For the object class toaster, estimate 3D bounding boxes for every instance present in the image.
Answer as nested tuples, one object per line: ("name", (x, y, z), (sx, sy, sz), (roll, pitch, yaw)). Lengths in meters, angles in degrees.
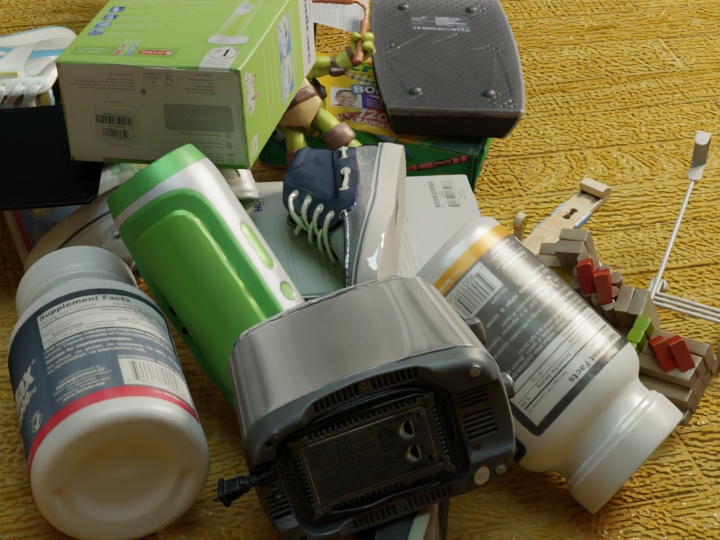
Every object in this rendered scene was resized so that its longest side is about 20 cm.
("toaster", (-0.005, 0.087, 1.055), (0.199, 0.114, 0.129), (-20, 31, -3))

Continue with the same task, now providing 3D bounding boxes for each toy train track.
("toy train track", (0.160, -0.037, 1.409), (0.114, 0.033, 0.200), (26, 40, 25))

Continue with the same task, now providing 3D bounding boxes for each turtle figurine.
("turtle figurine", (-0.061, -0.132, 1.408), (0.199, 0.064, 0.162), (-25, 81, -6))

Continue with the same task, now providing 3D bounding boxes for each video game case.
("video game case", (-0.202, -0.060, 1.405), (0.199, 0.018, 0.143), (-11, 40, -20))

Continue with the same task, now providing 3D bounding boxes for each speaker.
("speaker", (-0.094, 0.014, 1.164), (0.088, 0.088, 0.201), (-34, 91, -41))

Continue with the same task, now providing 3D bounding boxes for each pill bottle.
("pill bottle", (-0.181, 0.078, 1.141), (0.119, 0.120, 0.200), (-7, 38, -16))
("pill bottle", (0.122, 0.067, 1.158), (0.200, 0.117, 0.116), (43, 47, 9))

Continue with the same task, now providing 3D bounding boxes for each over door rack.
("over door rack", (0.318, -0.005, 1.344), (0.147, 0.067, 0.201), (16, 59, 14))

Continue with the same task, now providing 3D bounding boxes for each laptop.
("laptop", (-0.280, -0.077, 1.338), (0.176, 0.200, 0.104), (-3, 80, 2))

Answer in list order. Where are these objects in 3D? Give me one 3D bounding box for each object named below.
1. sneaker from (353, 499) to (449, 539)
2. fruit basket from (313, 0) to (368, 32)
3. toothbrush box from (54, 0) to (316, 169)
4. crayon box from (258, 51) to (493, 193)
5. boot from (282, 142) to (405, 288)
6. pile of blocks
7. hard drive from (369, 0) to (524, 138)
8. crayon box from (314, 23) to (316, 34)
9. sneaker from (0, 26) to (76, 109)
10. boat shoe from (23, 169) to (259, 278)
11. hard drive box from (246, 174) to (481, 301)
("sneaker", (0.002, 0.164, 1.103), (0.105, 0.075, 0.201), (0, 34, 10))
("fruit basket", (-0.089, -0.290, 1.603), (0.199, 0.094, 0.186), (16, 36, -12))
("toothbrush box", (-0.129, -0.163, 1.278), (0.144, 0.087, 0.200), (4, 33, 12))
("crayon box", (0.019, -0.131, 1.493), (0.198, 0.059, 0.119), (12, 38, 9))
("boot", (-0.017, -0.031, 1.232), (0.090, 0.073, 0.200), (0, 30, 6))
("pile of blocks", (0.187, 0.037, 1.263), (0.082, 0.062, 0.200), (-39, 49, -6))
("hard drive", (0.075, -0.185, 1.486), (0.134, 0.043, 0.201), (1, 38, -5))
("crayon box", (-0.156, -0.249, 1.634), (0.198, 0.052, 0.126), (-9, 39, -17))
("sneaker", (-0.320, -0.162, 1.479), (0.199, 0.077, 0.081), (-26, 49, -32))
("boat shoe", (-0.170, -0.029, 1.279), (0.199, 0.074, 0.066), (-33, 69, 12))
("hard drive box", (0.000, 0.000, 1.302), (0.198, 0.077, 0.156), (-2, 38, -10))
